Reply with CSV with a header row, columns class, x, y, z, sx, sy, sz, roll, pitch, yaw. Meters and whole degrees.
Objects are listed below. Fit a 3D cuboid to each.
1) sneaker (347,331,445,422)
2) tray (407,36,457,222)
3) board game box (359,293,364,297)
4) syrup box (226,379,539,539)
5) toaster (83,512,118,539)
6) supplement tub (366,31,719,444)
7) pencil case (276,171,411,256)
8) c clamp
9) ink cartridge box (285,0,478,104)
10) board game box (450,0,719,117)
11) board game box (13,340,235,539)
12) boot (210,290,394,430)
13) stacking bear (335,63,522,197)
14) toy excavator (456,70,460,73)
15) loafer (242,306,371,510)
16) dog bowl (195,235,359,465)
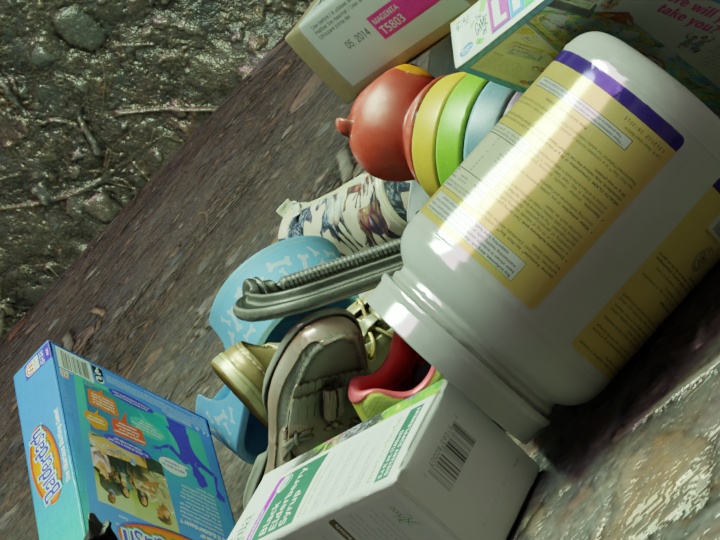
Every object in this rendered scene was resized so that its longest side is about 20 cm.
class,x,y,z,sx,sy,sz,roll,pitch,yaw
sneaker,0.069,0.031,1.140,0.200,0.090,0.078,-53,28,-8
tray,0.072,-0.138,1.453,0.200,0.022,0.108,97,-165,-44
board game box,0.060,-0.010,1.428,0.200,0.035,0.126,-49,12,0
syrup box,0.004,0.145,1.076,0.200,0.081,0.079,-31,21,48
toaster,-0.139,0.251,0.988,0.181,0.200,0.119,-29,19,53
supplement tub,0.114,-0.017,1.037,0.200,0.145,0.145,-48,13,2
pencil case,0.000,-0.045,1.604,0.200,0.089,0.078,-27,25,55
c clamp,0.000,0.000,1.213,0.199,0.027,0.171,-19,11,-25
ink cartridge box,0.055,-0.229,1.327,0.200,0.075,0.165,-28,23,52
board game box,0.173,-0.138,1.096,0.134,0.200,0.034,-35,51,44
board game box,-0.154,0.154,1.256,0.045,0.152,0.200,-45,38,19
boot,-0.007,0.047,1.265,0.155,0.073,0.200,-44,-25,7
stacking bear,0.077,-0.092,1.261,0.200,0.121,0.114,11,97,39
toy excavator,0.139,-0.146,1.404,0.194,0.200,0.100,24,111,38
loafer,-0.027,0.112,1.180,0.063,0.072,0.200,60,147,39
dog bowl,-0.056,0.066,1.357,0.111,0.050,0.200,-18,-40,-30
